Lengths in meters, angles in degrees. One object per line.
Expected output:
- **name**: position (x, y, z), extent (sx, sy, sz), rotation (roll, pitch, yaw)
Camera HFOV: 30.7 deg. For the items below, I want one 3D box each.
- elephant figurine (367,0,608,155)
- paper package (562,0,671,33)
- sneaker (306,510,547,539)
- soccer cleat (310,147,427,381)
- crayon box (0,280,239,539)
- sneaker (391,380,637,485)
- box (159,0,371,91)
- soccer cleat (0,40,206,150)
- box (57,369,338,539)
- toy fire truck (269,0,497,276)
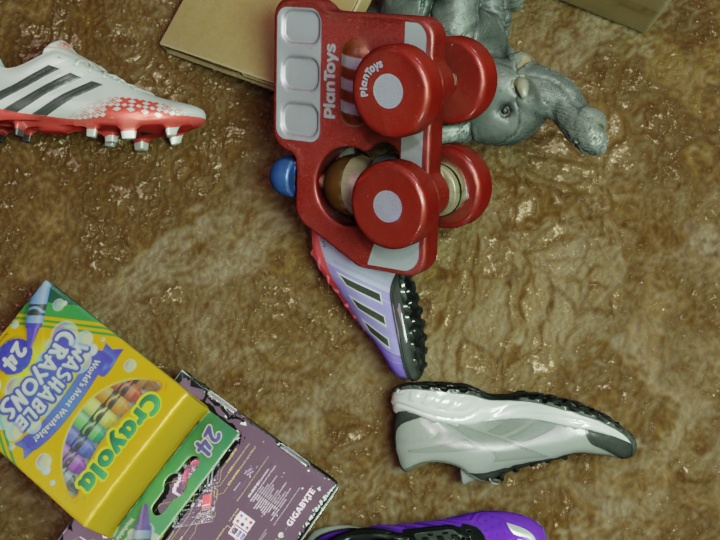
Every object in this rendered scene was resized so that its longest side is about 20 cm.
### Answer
- **elephant figurine**: position (0.093, -0.155, 1.061), extent (0.141, 0.155, 0.201), rotation (-16, 81, -8)
- **paper package**: position (0.178, -0.299, 1.069), extent (0.199, 0.191, 0.104), rotation (21, 82, 1)
- **sneaker**: position (0.053, 0.229, 1.021), extent (0.199, 0.100, 0.070), rotation (-5, 83, -3)
- **soccer cleat**: position (0.000, 0.000, 1.081), extent (0.073, 0.068, 0.201), rotation (-19, 82, 11)
- **crayon box**: position (-0.209, 0.114, 1.019), extent (0.200, 0.052, 0.126), rotation (34, 81, 24)
- **sneaker**: position (0.122, 0.136, 1.062), extent (0.199, 0.074, 0.080), rotation (5, 90, 4)
- **box**: position (-0.060, -0.251, 1.103), extent (0.163, 0.021, 0.201), rotation (22, 80, 28)
- **soccer cleat**: position (-0.227, -0.148, 1.088), extent (0.199, 0.069, 0.086), rotation (2, 85, 2)
- **box**: position (-0.135, 0.206, 1.044), extent (0.159, 0.049, 0.200), rotation (34, 81, 5)
- **toy fire truck**: position (0.005, -0.103, 1.005), extent (0.167, 0.112, 0.201), rotation (12, 109, 31)
